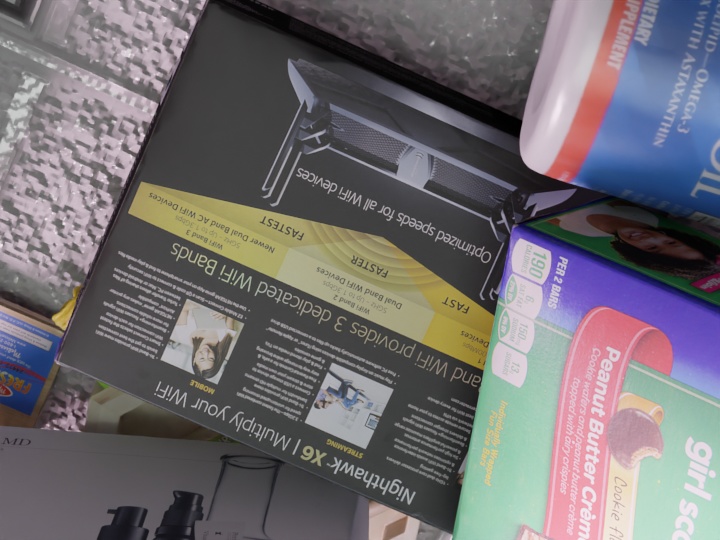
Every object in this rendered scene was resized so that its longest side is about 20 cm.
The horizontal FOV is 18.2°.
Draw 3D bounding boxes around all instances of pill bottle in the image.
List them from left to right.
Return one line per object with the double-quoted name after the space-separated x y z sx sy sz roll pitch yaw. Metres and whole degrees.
0.167 -0.063 0.826 0.199 0.112 0.113 15 121 -2 "pill bottle"

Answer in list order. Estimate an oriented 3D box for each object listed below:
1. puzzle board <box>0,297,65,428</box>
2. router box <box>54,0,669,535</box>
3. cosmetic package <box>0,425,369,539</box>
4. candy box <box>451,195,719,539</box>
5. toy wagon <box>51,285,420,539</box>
-0.242 0.044 1.001 0.199 0.017 0.151 23 119 -7 "puzzle board"
0.000 0.000 0.895 0.199 0.052 0.158 24 103 -6 "router box"
-0.103 0.127 0.906 0.198 0.151 0.052 3 119 6 "cosmetic package"
0.136 0.088 0.798 0.199 0.077 0.170 23 116 31 "candy box"
-0.058 0.076 0.981 0.155 0.040 0.200 -27 112 21 "toy wagon"
